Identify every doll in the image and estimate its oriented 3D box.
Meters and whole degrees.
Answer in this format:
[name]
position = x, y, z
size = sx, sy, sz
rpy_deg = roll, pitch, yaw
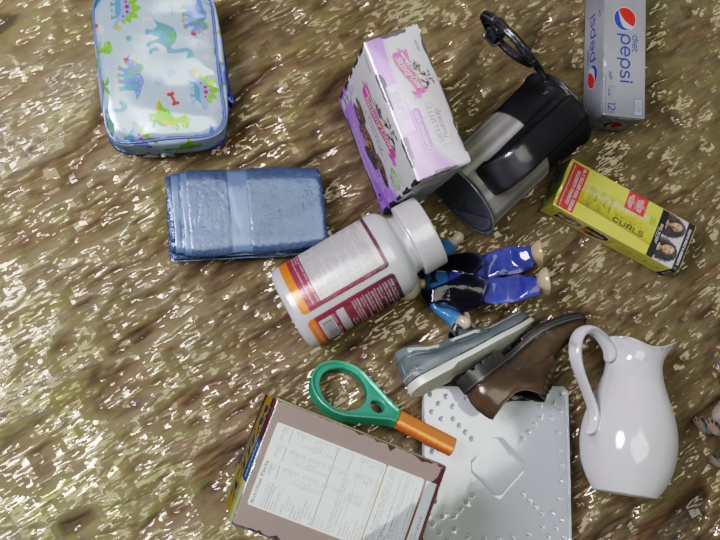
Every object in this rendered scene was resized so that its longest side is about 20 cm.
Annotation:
[doll]
position = 0.138, 0.007, 1.089
size = 0.197, 0.049, 0.138
rpy_deg = -9, 62, 4

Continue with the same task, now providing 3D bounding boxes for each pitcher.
[pitcher]
position = 0.324, 0.178, 1.073
size = 0.170, 0.121, 0.203
rpy_deg = 15, 75, -25

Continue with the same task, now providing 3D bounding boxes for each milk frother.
[milk frother]
position = 0.167, -0.190, 1.071
size = 0.188, 0.181, 0.200
rpy_deg = -42, 79, -13

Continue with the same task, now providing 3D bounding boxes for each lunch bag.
[lunch bag]
position = -0.242, -0.245, 1.044
size = 0.158, 0.082, 0.203
rpy_deg = -7, 85, -10

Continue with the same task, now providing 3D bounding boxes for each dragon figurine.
[dragon figurine]
position = 0.517, 0.223, 1.138
size = 0.098, 0.059, 0.202
rpy_deg = -22, 87, -11

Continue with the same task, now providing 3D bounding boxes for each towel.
[towel]
position = -0.143, -0.072, 1.061
size = 0.197, 0.049, 0.113
rpy_deg = -3, 84, -10

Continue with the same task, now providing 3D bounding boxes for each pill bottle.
[pill bottle]
position = 0.000, 0.000, 1.031
size = 0.198, 0.110, 0.111
rpy_deg = -30, 89, -2

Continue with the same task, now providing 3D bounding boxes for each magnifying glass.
[magnifying glass]
position = 0.027, 0.174, 1.050
size = 0.198, 0.023, 0.080
rpy_deg = 28, 44, -1

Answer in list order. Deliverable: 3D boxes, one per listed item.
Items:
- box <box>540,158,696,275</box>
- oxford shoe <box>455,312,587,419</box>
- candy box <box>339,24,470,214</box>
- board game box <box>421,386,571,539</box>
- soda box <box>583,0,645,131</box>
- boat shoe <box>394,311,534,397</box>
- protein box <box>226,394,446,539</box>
[box]
position = 0.349, -0.071, 1.146
size = 0.198, 0.050, 0.076
rpy_deg = 28, 81, -6
[oxford shoe]
position = 0.221, 0.124, 1.079
size = 0.199, 0.073, 0.085
rpy_deg = -32, 72, -17
[candy box]
position = 0.047, -0.175, 1.028
size = 0.071, 0.200, 0.170
rpy_deg = -20, 87, -11
[board game box]
position = 0.173, 0.252, 1.092
size = 0.197, 0.026, 0.203
rpy_deg = 1, 83, -10
[soda box]
position = 0.348, -0.298, 1.162
size = 0.062, 0.068, 0.203
rpy_deg = 4, 83, -8
[boat shoe]
position = 0.133, 0.091, 1.080
size = 0.198, 0.073, 0.062
rpy_deg = -25, 66, -19
[protein box]
position = -0.037, 0.243, 0.967
size = 0.198, 0.198, 0.137
rpy_deg = 23, 80, -7
